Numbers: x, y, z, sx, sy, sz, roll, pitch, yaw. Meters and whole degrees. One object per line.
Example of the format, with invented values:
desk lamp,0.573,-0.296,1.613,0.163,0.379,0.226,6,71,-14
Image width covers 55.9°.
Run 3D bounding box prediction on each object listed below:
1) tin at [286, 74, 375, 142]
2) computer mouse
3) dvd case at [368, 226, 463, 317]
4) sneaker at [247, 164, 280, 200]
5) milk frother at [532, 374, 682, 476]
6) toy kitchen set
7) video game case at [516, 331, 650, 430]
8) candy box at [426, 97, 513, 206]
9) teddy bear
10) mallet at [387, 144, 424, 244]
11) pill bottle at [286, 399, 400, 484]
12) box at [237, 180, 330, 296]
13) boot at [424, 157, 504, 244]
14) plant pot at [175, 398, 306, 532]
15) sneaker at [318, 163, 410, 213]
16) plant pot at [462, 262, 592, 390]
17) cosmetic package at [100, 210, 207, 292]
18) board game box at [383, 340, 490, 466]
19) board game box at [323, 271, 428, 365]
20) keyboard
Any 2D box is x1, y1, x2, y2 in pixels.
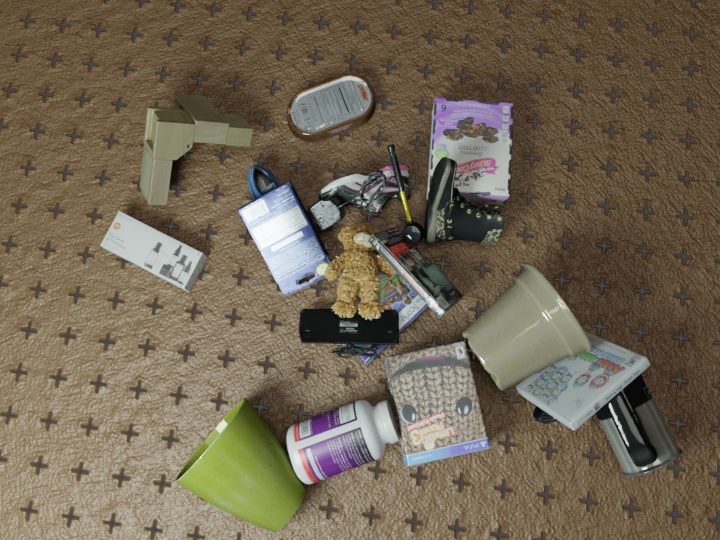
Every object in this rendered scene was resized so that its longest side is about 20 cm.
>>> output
tin,-0.062,-0.347,1.452,0.197,0.042,0.114,-21,83,-4
computer mouse,-0.031,-0.138,1.359,0.198,0.034,0.059,-28,107,17
dvd case,0.111,-0.002,1.328,0.200,0.146,0.022,46,112,9
sneaker,-0.170,-0.128,1.386,0.065,0.079,0.202,-32,81,-8
milk frother,0.458,0.294,1.277,0.199,0.179,0.190,-34,75,38
toy kitchen set,-0.358,-0.257,1.428,0.197,0.183,0.163,-3,33,-32
video game case,0.404,0.196,1.256,0.181,0.200,0.024,-38,106,-7
candy box,0.227,-0.245,1.409,0.165,0.072,0.204,4,78,2
teddy bear,0.000,0.000,1.327,0.143,0.067,0.203,16,72,16
mallet,0.084,-0.148,1.347,0.040,0.066,0.203,-14,103,13
pill bottle,-0.031,0.312,1.262,0.197,0.112,0.114,-20,78,4
box,-0.146,-0.062,1.359,0.120,0.032,0.202,-25,100,9
boot,0.210,-0.130,1.334,0.151,0.205,0.074,5,46,-2
plant pot,-0.200,0.373,1.243,0.200,0.187,0.188,42,81,-5
sneaker,0.012,-0.155,1.392,0.197,0.080,0.088,-14,89,3
plant pot,0.302,0.122,1.285,0.182,0.200,0.202,-36,80,5
cosmetic package,-0.419,-0.039,1.382,0.198,0.051,0.084,26,79,6
board game box,0.141,0.252,1.292,0.157,0.097,0.203,-12,78,-2
board game box,0.041,0.072,1.362,0.200,0.034,0.136,-42,81,-7
keyboard,-0.023,0.127,1.326,0.196,0.040,0.106,1,56,3
